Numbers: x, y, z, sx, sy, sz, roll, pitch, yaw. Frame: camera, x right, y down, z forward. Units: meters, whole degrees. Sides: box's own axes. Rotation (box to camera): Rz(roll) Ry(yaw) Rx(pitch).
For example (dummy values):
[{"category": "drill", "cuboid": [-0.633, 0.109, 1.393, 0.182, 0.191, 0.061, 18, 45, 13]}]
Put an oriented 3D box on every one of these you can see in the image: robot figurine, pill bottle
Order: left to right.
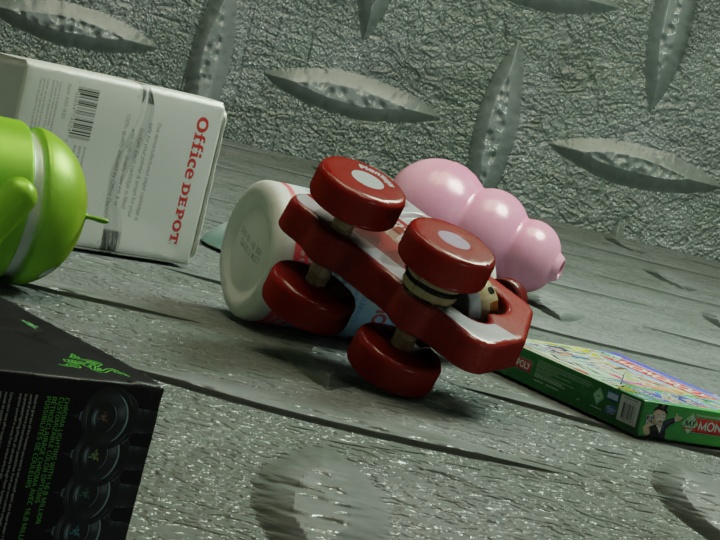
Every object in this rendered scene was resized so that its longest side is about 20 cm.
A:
[{"category": "robot figurine", "cuboid": [-0.280, -0.055, 1.481, 0.200, 0.116, 0.175, 11, 2, -27]}, {"category": "pill bottle", "cuboid": [0.000, 0.000, 1.658, 0.200, 0.109, 0.109, 11, 7, -27]}]

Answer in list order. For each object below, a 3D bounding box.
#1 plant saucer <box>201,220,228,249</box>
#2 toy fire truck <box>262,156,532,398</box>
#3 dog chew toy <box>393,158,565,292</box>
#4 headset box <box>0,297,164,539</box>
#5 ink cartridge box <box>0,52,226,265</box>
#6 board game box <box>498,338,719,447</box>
[{"category": "plant saucer", "cuboid": [-0.054, -0.025, 2.084, 0.201, 0.039, 0.201, 14, 5, -1]}, {"category": "toy fire truck", "cuboid": [0.041, 0.001, 1.514, 0.200, 0.112, 0.168, 36, 24, 26]}, {"category": "dog chew toy", "cuboid": [0.122, -0.039, 2.274, 0.200, 0.125, 0.125, 24, 9, 14]}, {"category": "headset box", "cuboid": [-0.197, 0.054, 0.803, 0.200, 0.093, 0.174, 10, 8, -40]}, {"category": "ink cartridge box", "cuboid": [-0.229, -0.094, 1.812, 0.200, 0.147, 0.083, 10, 5, -38]}, {"category": "board game box", "cuboid": [0.205, 0.094, 1.649, 0.134, 0.029, 0.200, 9, 8, -33]}]
